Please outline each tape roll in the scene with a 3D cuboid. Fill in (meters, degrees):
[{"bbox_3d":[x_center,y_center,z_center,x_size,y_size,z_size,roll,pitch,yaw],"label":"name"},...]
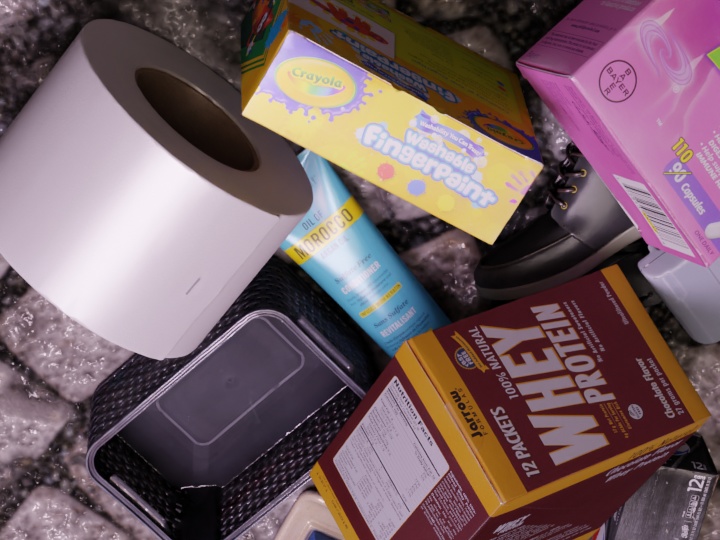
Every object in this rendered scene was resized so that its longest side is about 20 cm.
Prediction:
[{"bbox_3d":[-0.152,-0.057,1.596,0.202,0.203,0.139,35,110,-18],"label":"tape roll"}]

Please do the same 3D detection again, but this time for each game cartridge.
[{"bbox_3d":[0.309,-0.029,1.694,0.199,0.041,0.133,-37,145,7],"label":"game cartridge"}]

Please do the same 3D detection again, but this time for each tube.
[{"bbox_3d":[0.000,0.000,1.723,0.077,0.050,0.200,-40,107,7],"label":"tube"}]

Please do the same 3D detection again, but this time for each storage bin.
[{"bbox_3d":[-0.098,0.104,1.738,0.200,0.094,0.135,-40,112,14],"label":"storage bin"}]

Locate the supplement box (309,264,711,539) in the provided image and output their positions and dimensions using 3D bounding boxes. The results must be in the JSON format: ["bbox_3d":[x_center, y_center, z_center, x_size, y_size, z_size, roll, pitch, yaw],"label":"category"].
[{"bbox_3d":[0.104,0.125,1.650,0.196,0.133,0.200,-18,158,-32],"label":"supplement box"}]

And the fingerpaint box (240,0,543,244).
[{"bbox_3d":[0.017,-0.121,1.593,0.199,0.167,0.074,27,112,-16],"label":"fingerpaint box"}]

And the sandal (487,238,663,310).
[{"bbox_3d":[0.185,0.014,1.737,0.199,0.043,0.076,-23,115,8],"label":"sandal"}]

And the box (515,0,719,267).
[{"bbox_3d":[0.244,-0.138,1.599,0.200,0.097,0.176,-42,112,-8],"label":"box"}]

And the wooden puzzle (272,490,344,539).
[{"bbox_3d":[-0.008,0.293,1.862,0.184,0.046,0.201,25,112,-15],"label":"wooden puzzle"}]

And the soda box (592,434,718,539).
[{"bbox_3d":[0.222,0.226,1.833,0.070,0.063,0.201,9,115,-7],"label":"soda box"}]

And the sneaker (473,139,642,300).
[{"bbox_3d":[0.157,-0.064,1.688,0.199,0.075,0.107,-29,111,0],"label":"sneaker"}]
